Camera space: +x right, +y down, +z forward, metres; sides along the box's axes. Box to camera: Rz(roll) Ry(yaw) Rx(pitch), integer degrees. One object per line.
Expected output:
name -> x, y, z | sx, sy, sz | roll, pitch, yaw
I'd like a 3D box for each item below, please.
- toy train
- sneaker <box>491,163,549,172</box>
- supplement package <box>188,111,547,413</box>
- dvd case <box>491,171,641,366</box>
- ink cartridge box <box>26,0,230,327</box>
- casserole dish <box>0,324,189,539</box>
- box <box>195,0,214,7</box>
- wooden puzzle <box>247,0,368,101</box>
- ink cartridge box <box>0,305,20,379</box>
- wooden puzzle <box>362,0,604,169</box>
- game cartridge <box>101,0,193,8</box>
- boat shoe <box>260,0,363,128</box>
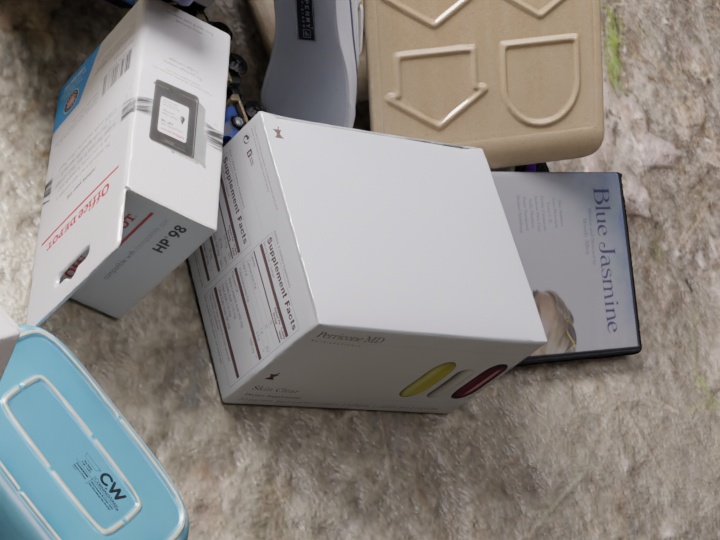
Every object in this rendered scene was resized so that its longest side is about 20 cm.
toy train -> -0.107, -0.145, 1.322 | 0.046, 0.034, 0.201 | -6, 65, -41
sneaker -> 0.094, -0.142, 1.484 | 0.099, 0.069, 0.202 | 5, 62, -48
supplement package -> 0.000, 0.000, 1.251 | 0.199, 0.111, 0.157 | 6, 57, -39
dvd case -> 0.137, -0.002, 1.409 | 0.199, 0.017, 0.144 | -3, 84, -44
ink cartridge box -> -0.141, -0.054, 1.160 | 0.066, 0.116, 0.201 | 25, 47, -28
casserole dish -> -0.171, 0.111, 1.068 | 0.201, 0.039, 0.121 | 53, 41, 1
box -> -0.108, -0.273, 1.237 | 0.124, 0.200, 0.098 | 24, 69, -17
wooden puzzle -> 0.003, -0.230, 1.408 | 0.184, 0.046, 0.201 | -14, 70, -18
ink cartridge box -> -0.273, 0.071, 0.898 | 0.128, 0.201, 0.125 | -14, 53, -47
wooden puzzle -> 0.086, -0.172, 1.367 | 0.184, 0.046, 0.202 | -8, 108, -18
game cartridge -> -0.179, -0.207, 1.200 | 0.129, 0.200, 0.039 | 30, 83, -26
boat shoe -> -0.025, -0.166, 1.311 | 0.073, 0.202, 0.065 | 16, 30, 19
